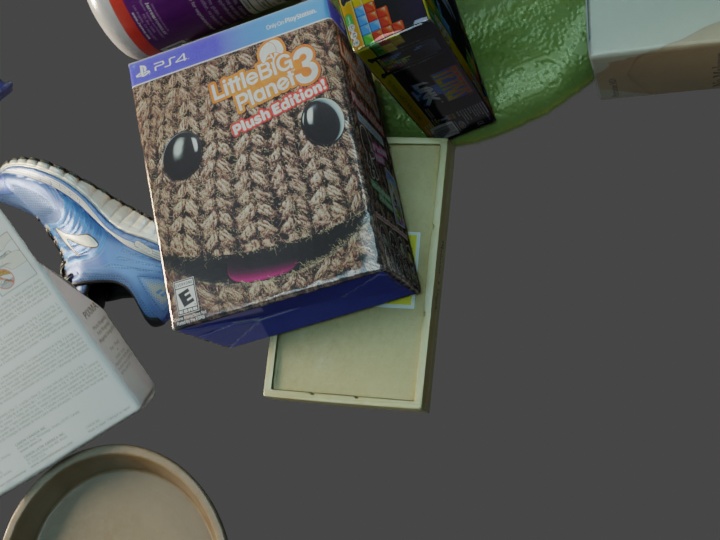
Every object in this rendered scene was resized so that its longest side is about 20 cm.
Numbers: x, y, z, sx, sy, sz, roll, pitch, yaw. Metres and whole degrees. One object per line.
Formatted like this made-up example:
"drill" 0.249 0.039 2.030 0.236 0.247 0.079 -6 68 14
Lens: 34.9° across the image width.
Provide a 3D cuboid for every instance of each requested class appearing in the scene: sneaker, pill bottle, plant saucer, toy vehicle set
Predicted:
"sneaker" -0.218 -0.021 0.901 0.198 0.079 0.090 28 86 20
"pill bottle" -0.113 -0.250 0.897 0.198 0.112 0.114 -20 74 12
"plant saucer" -0.184 0.234 0.866 0.197 0.029 0.203 -3 79 16
"toy vehicle set" 0.000 0.000 0.857 0.122 0.026 0.203 4 80 18

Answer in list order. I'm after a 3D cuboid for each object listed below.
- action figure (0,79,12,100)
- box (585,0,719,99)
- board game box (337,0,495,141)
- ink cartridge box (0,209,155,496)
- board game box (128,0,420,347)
"action figure" -0.391 -0.102 0.981 0.199 0.105 0.193 -39 75 -25
"box" 0.256 -0.176 0.781 0.197 0.095 0.079 -4 78 18
"board game box" 0.028 -0.197 0.797 0.056 0.200 0.168 -19 75 14
"ink cartridge box" -0.277 0.057 0.871 0.161 0.057 0.201 -30 98 11
"board game box" -0.062 -0.066 0.824 0.157 0.097 0.203 -16 75 13
